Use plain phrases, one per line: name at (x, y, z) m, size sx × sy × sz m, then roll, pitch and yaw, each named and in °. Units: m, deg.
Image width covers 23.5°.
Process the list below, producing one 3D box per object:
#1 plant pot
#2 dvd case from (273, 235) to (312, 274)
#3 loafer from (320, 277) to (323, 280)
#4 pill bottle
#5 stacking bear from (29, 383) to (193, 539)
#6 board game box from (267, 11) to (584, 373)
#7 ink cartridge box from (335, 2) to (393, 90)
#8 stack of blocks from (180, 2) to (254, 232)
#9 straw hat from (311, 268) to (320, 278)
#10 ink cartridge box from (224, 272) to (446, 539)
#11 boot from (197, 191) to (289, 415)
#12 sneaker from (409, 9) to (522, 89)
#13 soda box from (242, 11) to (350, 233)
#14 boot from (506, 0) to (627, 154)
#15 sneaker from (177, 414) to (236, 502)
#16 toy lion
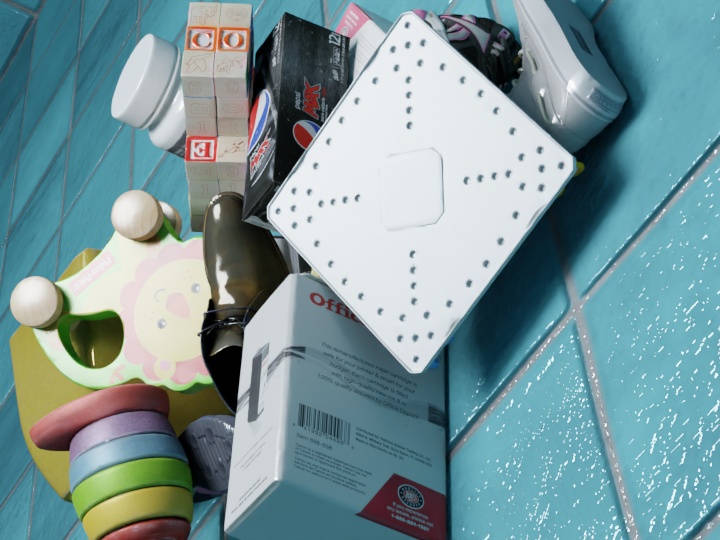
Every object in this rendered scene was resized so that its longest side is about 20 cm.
plant pot at (-0.225, 0.128, 1.724) m, size 0.196 × 0.194 × 0.200 m, roll -45°, pitch 42°, yaw 42°
dvd case at (-0.081, 0.042, 1.598) m, size 0.200 × 0.025 × 0.151 m, roll -175°, pitch 79°, yaw -66°
loafer at (0.005, -0.060, 1.377) m, size 0.070 × 0.070 × 0.201 m, roll 157°, pitch 122°, yaw -74°
pill bottle at (-0.150, -0.162, 1.806) m, size 0.113 × 0.200 × 0.113 m, roll -47°, pitch 29°, yaw 37°
stacking bear at (-0.195, 0.211, 1.500) m, size 0.114 × 0.121 × 0.200 m, roll -36°, pitch 61°, yaw 36°
board game box at (0.044, -0.059, 1.296) m, size 0.200 × 0.026 × 0.200 m, roll 47°, pitch 110°, yaw 31°
ink cartridge box at (-0.007, -0.130, 1.608) m, size 0.200 × 0.083 × 0.147 m, roll -61°, pitch 23°, yaw 13°
stack of blocks at (-0.128, -0.137, 1.592) m, size 0.200 × 0.058 × 0.115 m, roll 93°, pitch 179°, yaw -56°
straw hat at (0.000, 0.000, 1.463) m, size 0.201 × 0.085 × 0.201 m, roll -49°, pitch 28°, yaw 37°
ink cartridge box at (-0.015, 0.120, 1.302) m, size 0.084 × 0.144 × 0.200 m, roll -46°, pitch 29°, yaw 40°
boot at (-0.099, 0.033, 1.472) m, size 0.097 × 0.075 × 0.201 m, roll -45°, pitch -58°, yaw -80°
sneaker at (0.093, -0.172, 1.416) m, size 0.200 × 0.086 × 0.081 m, roll -102°, pitch 7°, yaw -59°
soda box at (-0.056, -0.127, 1.515) m, size 0.063 × 0.071 × 0.200 m, roll -48°, pitch 31°, yaw 45°
boot at (0.133, -0.152, 1.327) m, size 0.096 × 0.073 × 0.200 m, roll -48°, pitch 29°, yaw 23°
sneaker at (-0.116, 0.162, 1.553) m, size 0.200 × 0.082 × 0.070 m, roll -29°, pitch 77°, yaw 62°
toy lion at (-0.192, 0.039, 1.583) m, size 0.200 × 0.069 × 0.192 m, roll -39°, pitch 71°, yaw 5°
